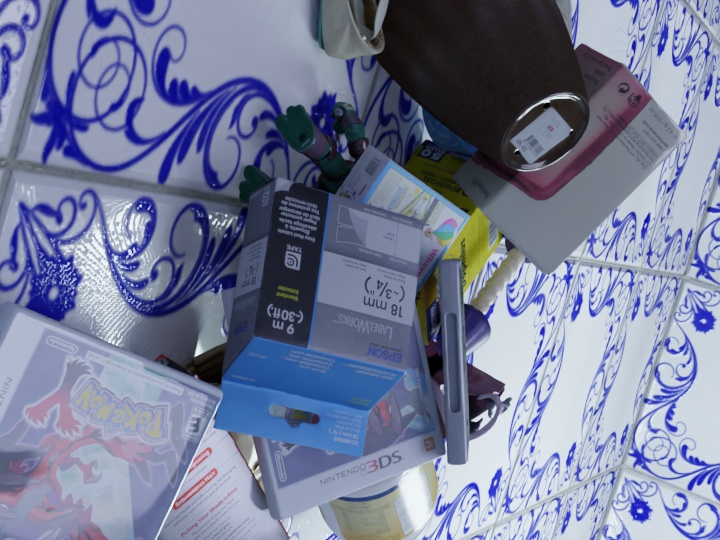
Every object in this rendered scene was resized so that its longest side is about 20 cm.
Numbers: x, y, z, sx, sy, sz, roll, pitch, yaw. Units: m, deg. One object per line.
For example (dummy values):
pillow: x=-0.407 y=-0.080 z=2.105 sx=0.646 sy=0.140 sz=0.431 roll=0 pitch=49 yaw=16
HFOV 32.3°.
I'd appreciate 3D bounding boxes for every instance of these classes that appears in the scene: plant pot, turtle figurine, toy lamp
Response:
plant pot: x=0.131 y=-0.194 z=1.192 sx=0.186 sy=0.201 sz=0.188 roll=-18 pitch=142 yaw=-14
turtle figurine: x=-0.024 y=-0.084 z=1.171 sx=0.200 sy=0.100 sz=0.151 roll=16 pitch=93 yaw=-60
toy lamp: x=0.144 y=0.025 z=1.381 sx=0.200 sy=0.058 sz=0.058 roll=-51 pitch=150 yaw=-38

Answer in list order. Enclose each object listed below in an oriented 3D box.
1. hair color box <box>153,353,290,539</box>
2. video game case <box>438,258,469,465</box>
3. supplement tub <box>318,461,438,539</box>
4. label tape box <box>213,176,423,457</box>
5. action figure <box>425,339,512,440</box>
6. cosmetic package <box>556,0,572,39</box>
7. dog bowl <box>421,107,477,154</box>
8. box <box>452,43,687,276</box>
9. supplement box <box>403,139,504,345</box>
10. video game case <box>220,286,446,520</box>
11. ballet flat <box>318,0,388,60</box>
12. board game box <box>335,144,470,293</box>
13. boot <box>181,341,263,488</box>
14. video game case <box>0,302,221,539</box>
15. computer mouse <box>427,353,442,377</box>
hair color box: x=-0.147 y=0.181 z=1.042 sx=0.101 sy=0.061 sz=0.201 roll=-38 pitch=125 yaw=-22
video game case: x=0.091 y=0.081 z=1.203 sx=0.200 sy=0.022 sz=0.184 roll=-7 pitch=95 yaw=-84
supplement tub: x=0.012 y=0.228 z=1.412 sx=0.145 sy=0.144 sz=0.201 roll=-57 pitch=153 yaw=-27
label tape box: x=-0.031 y=0.041 z=1.026 sx=0.143 sy=0.063 sz=0.202 roll=15 pitch=73 yaw=-26
action figure: x=0.065 y=0.110 z=1.400 sx=0.134 sy=0.200 sz=0.149 roll=-45 pitch=178 yaw=15
cosmetic package: x=0.183 y=-0.287 z=1.374 sx=0.105 sy=0.071 sz=0.202 roll=26 pitch=61 yaw=-54
dog bowl: x=0.131 y=-0.211 z=1.409 sx=0.200 sy=0.049 sz=0.112 roll=-56 pitch=131 yaw=-38
box: x=0.210 y=-0.116 z=1.276 sx=0.200 sy=0.109 sz=0.128 roll=-46 pitch=-159 yaw=7
supplement box: x=0.074 y=-0.035 z=1.387 sx=0.200 sy=0.108 sz=0.110 roll=-52 pitch=151 yaw=-35
video game case: x=-0.019 y=0.093 z=1.088 sx=0.181 sy=0.023 sz=0.202 roll=-16 pitch=97 yaw=-31
ballet flat: x=-0.004 y=-0.276 z=1.097 sx=0.070 sy=0.069 sz=0.201 roll=-49 pitch=148 yaw=-39
board game box: x=0.000 y=0.000 z=1.150 sx=0.134 sy=0.034 sz=0.201 roll=30 pitch=96 yaw=-46
boot: x=-0.146 y=0.165 z=1.122 sx=0.200 sy=0.073 sz=0.156 roll=-37 pitch=134 yaw=-33
video game case: x=-0.212 y=0.141 z=0.905 sx=0.199 sy=0.023 sz=0.183 roll=29 pitch=84 yaw=-43
computer mouse: x=-0.011 y=0.145 z=1.259 sx=0.046 sy=0.199 sz=0.140 roll=67 pitch=20 yaw=5
